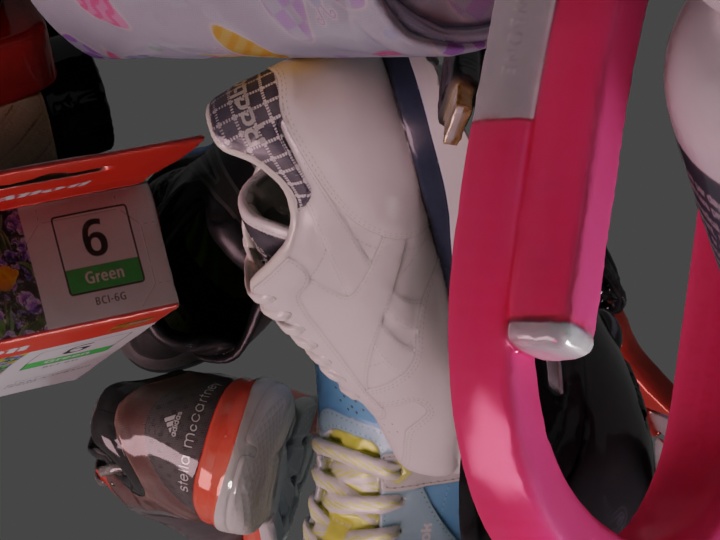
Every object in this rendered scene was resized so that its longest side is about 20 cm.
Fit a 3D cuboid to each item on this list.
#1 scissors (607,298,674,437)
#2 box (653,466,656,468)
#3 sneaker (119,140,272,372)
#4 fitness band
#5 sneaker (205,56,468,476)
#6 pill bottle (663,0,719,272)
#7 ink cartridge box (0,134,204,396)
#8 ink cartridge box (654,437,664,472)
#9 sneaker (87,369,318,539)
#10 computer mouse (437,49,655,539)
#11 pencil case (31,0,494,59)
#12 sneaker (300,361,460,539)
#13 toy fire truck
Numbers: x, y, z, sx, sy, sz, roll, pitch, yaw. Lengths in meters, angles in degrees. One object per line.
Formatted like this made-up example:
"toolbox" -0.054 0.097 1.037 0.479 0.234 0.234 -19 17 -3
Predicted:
"scissors" 0.110 0.052 0.954 0.200 0.014 0.073 39 151 15
"box" 0.102 0.190 0.997 0.159 0.048 0.201 53 144 40
"sneaker" -0.062 -0.003 1.041 0.071 0.083 0.200 45 153 -3
"fitness band" 0.077 -0.011 0.721 0.037 0.201 0.143 0 160 33
"sneaker" 0.000 0.000 0.934 0.201 0.080 0.077 79 172 -45
"pill bottle" 0.141 -0.031 0.683 0.119 0.120 0.201 16 142 43
"ink cartridge box" -0.126 0.008 0.960 0.200 0.108 0.051 -30 73 65
"ink cartridge box" 0.175 0.135 0.793 0.200 0.047 0.161 35 152 32
"sneaker" -0.065 0.072 1.105 0.081 0.078 0.200 15 165 7
"computer mouse" 0.057 0.011 0.822 0.046 0.201 0.141 -11 125 18
"pencil case" -0.028 -0.110 0.844 0.199 0.083 0.091 4 96 52
"sneaker" -0.001 0.105 1.054 0.079 0.131 0.201 21 144 39
"toy fire truck" -0.180 -0.134 0.936 0.176 0.128 0.201 -124 20 -49
